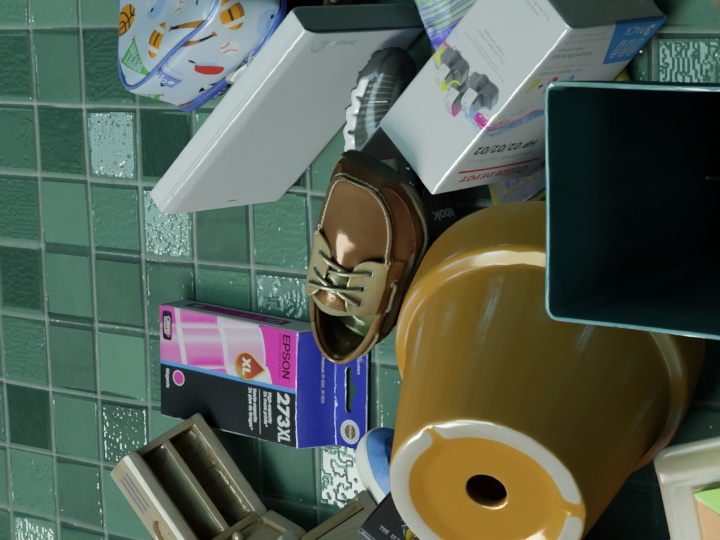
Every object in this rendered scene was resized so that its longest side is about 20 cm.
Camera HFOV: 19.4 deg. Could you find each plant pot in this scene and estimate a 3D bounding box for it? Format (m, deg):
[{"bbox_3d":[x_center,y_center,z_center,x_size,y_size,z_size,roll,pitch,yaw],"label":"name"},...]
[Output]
[{"bbox_3d":[0.104,0.087,1.342,0.200,0.183,0.200,11,127,14],"label":"plant pot"},{"bbox_3d":[0.227,-0.048,1.267,0.141,0.200,0.141,7,102,41],"label":"plant pot"}]

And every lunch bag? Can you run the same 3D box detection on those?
[{"bbox_3d":[-0.111,-0.222,1.561,0.160,0.076,0.200,-34,48,44],"label":"lunch bag"}]

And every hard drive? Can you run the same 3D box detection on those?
[{"bbox_3d":[-0.054,-0.117,1.542,0.200,0.132,0.026,-48,66,35],"label":"hard drive"}]

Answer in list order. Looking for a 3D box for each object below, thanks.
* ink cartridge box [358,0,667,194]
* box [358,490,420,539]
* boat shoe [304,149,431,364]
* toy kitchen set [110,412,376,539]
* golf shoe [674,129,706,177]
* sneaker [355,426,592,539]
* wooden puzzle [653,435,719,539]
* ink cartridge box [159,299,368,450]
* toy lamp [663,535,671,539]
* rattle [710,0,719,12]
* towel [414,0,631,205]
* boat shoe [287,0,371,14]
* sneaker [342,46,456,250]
[{"bbox_3d":[0.095,-0.118,1.396,0.068,0.115,0.200,54,128,19],"label":"ink cartridge box"},{"bbox_3d":[0.096,0.242,1.402,0.200,0.048,0.158,35,161,25],"label":"box"},{"bbox_3d":[0.000,0.000,1.442,0.076,0.074,0.200,25,150,17],"label":"boat shoe"},{"bbox_3d":[-0.116,0.196,1.573,0.180,0.163,0.200,55,150,8],"label":"toy kitchen set"},{"bbox_3d":[0.189,-0.010,1.406,0.097,0.078,0.200,39,127,8],"label":"golf shoe"},{"bbox_3d":[0.088,0.166,1.503,0.200,0.077,0.111,49,131,18],"label":"sneaker"},{"bbox_3d":[0.281,0.190,1.282,0.185,0.037,0.200,-15,85,27],"label":"wooden puzzle"},{"bbox_3d":[-0.079,0.083,1.665,0.200,0.037,0.095,9,103,37],"label":"ink cartridge box"},{"bbox_3d":[0.280,0.170,1.357,0.200,0.058,0.058,-20,84,40],"label":"toy lamp"},{"bbox_3d":[0.197,-0.226,1.262,0.143,0.200,0.130,43,123,27],"label":"rattle"},{"bbox_3d":[0.114,-0.148,1.465,0.144,0.023,0.200,-26,81,41],"label":"towel"},{"bbox_3d":[-0.047,-0.183,1.567,0.070,0.070,0.200,45,125,22],"label":"boat shoe"},{"bbox_3d":[0.035,-0.060,1.524,0.090,0.066,0.200,19,113,34],"label":"sneaker"}]
